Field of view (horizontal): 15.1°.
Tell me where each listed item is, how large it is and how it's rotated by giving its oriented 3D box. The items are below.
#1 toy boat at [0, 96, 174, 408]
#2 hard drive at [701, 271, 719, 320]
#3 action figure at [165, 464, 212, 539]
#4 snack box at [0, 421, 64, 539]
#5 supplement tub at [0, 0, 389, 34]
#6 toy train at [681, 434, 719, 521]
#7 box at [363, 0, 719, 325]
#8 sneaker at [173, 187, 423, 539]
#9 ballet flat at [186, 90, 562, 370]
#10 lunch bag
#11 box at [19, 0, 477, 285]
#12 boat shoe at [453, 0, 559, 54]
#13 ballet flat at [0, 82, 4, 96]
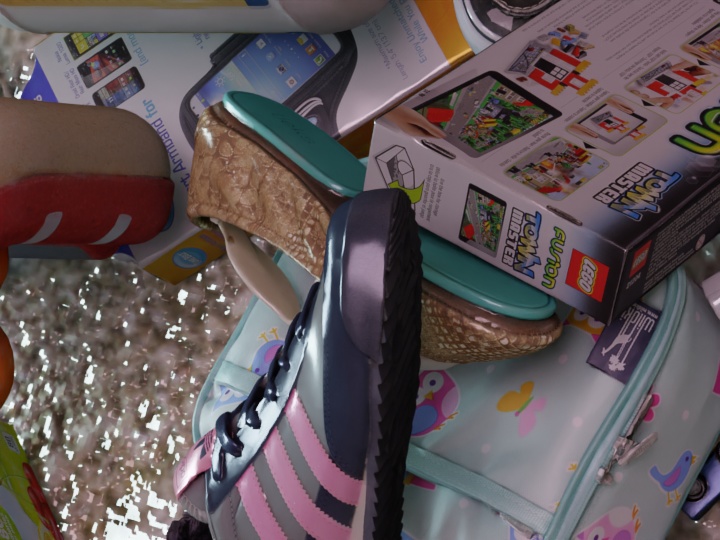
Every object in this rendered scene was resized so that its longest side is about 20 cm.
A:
[{"bbox_3d":[-0.161,-0.001,1.062,0.130,0.200,0.131,1,91,25],"label":"toy boat"},{"bbox_3d":[0.243,0.008,0.989,0.200,0.027,0.132,-31,111,10],"label":"hard drive"},{"bbox_3d":[-0.036,0.169,1.045,0.102,0.119,0.200,3,53,-5],"label":"action figure"},{"bbox_3d":[-0.162,0.146,1.072,0.068,0.169,0.200,-34,67,11],"label":"snack box"},{"bbox_3d":[-0.088,-0.168,1.096,0.199,0.145,0.145,3,77,24],"label":"supplement tub"},{"bbox_3d":[0.182,0.030,1.048,0.200,0.034,0.046,-43,79,5],"label":"toy train"},{"bbox_3d":[0.103,-0.058,1.023,0.110,0.200,0.035,29,130,24],"label":"box"},{"bbox_3d":[-0.025,0.060,0.940,0.082,0.070,0.201,12,116,10],"label":"sneaker"},{"bbox_3d":[0.000,0.000,1.015,0.200,0.070,0.065,39,113,46],"label":"ballet flat"},{"bbox_3d":[0.038,0.049,1.041,0.200,0.077,0.161,20,73,41],"label":"lunch bag"},{"bbox_3d":[-0.049,-0.085,1.160,0.200,0.041,0.119,-33,68,13],"label":"box"},{"bbox_3d":[0.087,-0.179,1.096,0.072,0.071,0.201,19,76,3],"label":"boat shoe"},{"bbox_3d":[-0.185,-0.048,1.191,0.069,0.069,0.201,-13,72,17],"label":"ballet flat"}]
